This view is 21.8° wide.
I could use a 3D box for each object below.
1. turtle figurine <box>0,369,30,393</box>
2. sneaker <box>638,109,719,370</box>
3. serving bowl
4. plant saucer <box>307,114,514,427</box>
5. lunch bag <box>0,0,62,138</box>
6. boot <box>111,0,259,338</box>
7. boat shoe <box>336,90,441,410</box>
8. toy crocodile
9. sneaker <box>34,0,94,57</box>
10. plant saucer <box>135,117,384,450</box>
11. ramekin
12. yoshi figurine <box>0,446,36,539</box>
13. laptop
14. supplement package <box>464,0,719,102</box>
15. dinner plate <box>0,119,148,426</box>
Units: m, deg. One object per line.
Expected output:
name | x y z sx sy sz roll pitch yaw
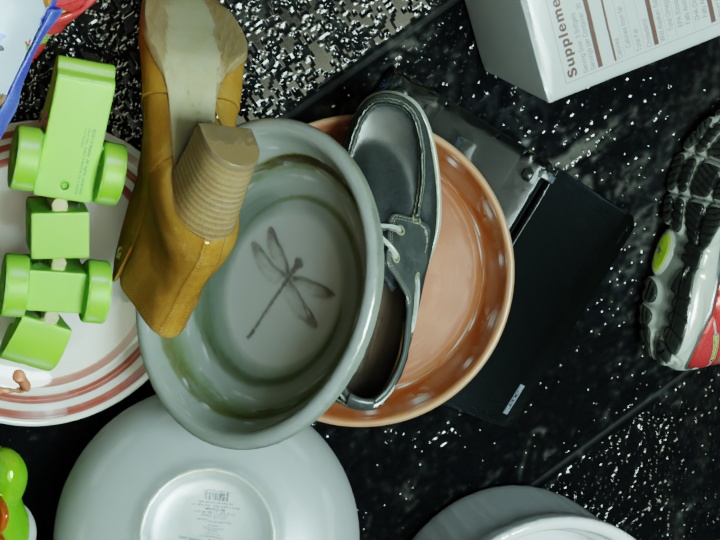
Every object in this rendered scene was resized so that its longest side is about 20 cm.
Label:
turtle figurine | -0.291 0.021 1.094 0.160 0.065 0.200 -7 150 17
sneaker | 0.258 -0.025 1.307 0.085 0.077 0.201 6 111 -31
serving bowl | -0.097 0.169 1.179 0.199 0.066 0.201 1 79 -5
plant saucer | 0.000 0.000 1.210 0.199 0.032 0.202 0 92 3
lunch bag | -0.278 -0.131 1.026 0.199 0.124 0.171 30 99 9
boot | -0.119 -0.070 1.132 0.070 0.202 0.144 10 131 -27
boat shoe | 0.012 -0.012 1.160 0.071 0.068 0.201 8 91 1
toy crocodile | -0.183 -0.032 1.127 0.067 0.062 0.201 4 108 -18
sneaker | -0.201 -0.160 1.093 0.077 0.085 0.200 41 90 -22
plant saucer | -0.053 0.010 1.132 0.050 0.200 0.201 14 102 -48
ramekin | 0.114 0.250 1.318 0.199 0.098 0.202 -5 108 -16
yoshi figurine | -0.252 0.186 1.198 0.112 0.112 0.201 23 118 17
laptop | 0.063 -0.011 1.273 0.199 0.103 0.178 31 94 2
supplement package | 0.172 -0.204 1.192 0.199 0.117 0.118 -22 112 -10
dinner plate | -0.203 0.001 1.182 0.199 0.024 0.201 -5 106 -16
